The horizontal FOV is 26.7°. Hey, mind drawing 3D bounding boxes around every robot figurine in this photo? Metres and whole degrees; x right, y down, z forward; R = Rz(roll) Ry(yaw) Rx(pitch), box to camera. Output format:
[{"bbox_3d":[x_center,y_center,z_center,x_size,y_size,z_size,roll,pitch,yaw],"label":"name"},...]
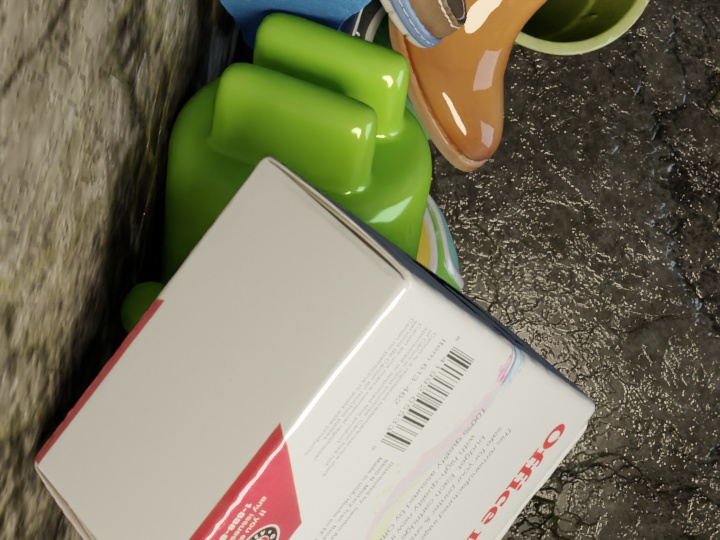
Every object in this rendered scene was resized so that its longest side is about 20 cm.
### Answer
[{"bbox_3d":[-0.032,-0.011,0.685,0.176,0.114,0.202,-64,168,-47],"label":"robot figurine"}]

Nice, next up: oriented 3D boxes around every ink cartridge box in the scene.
[{"bbox_3d":[-0.008,0.065,0.603,0.146,0.083,0.200,-52,148,3],"label":"ink cartridge box"}]

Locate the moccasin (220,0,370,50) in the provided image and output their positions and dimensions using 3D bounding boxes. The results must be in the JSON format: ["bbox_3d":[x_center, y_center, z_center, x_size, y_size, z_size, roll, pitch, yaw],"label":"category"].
[{"bbox_3d":[-0.031,-0.145,0.657,0.200,0.079,0.069,155,-58,-80],"label":"moccasin"}]

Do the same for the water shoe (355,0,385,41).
[{"bbox_3d":[-0.027,-0.141,0.862,0.079,0.071,0.203,6,-96,66],"label":"water shoe"}]

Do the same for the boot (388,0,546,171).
[{"bbox_3d":[0.093,-0.162,0.793,0.073,0.153,0.203,-8,89,-59],"label":"boot"}]

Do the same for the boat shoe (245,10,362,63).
[{"bbox_3d":[-0.014,-0.178,0.782,0.057,0.068,0.203,-36,141,-84],"label":"boat shoe"}]

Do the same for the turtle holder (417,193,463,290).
[{"bbox_3d":[-0.009,0.000,0.931,0.185,0.139,0.134,-6,97,-69],"label":"turtle holder"}]

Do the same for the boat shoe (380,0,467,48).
[{"bbox_3d":[0.028,-0.205,0.715,0.072,0.071,0.202,-66,143,-60],"label":"boat shoe"}]

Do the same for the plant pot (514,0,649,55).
[{"bbox_3d":[0.090,-0.244,1.126,0.189,0.198,0.203,-6,-112,62],"label":"plant pot"}]

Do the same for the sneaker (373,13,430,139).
[{"bbox_3d":[0.015,-0.169,0.941,0.074,0.082,0.203,156,-69,-81],"label":"sneaker"}]
